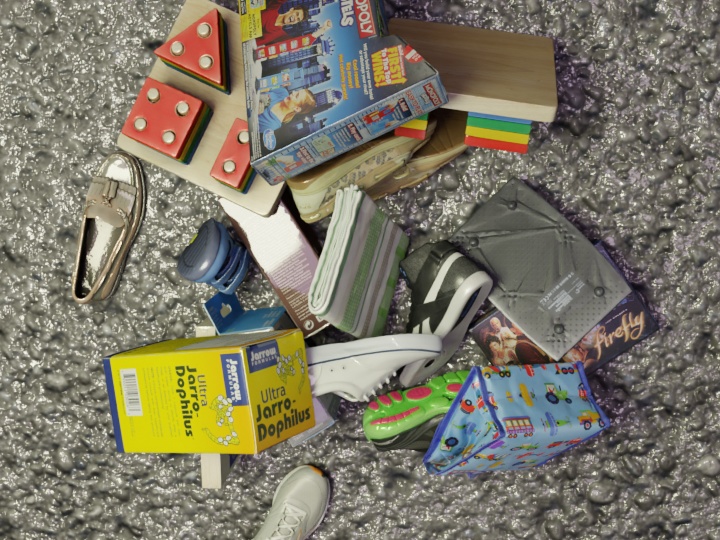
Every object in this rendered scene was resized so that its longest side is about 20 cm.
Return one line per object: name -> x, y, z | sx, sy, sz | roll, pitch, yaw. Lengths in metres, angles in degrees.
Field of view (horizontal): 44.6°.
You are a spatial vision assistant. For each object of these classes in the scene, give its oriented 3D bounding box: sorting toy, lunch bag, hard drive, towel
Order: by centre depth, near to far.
sorting toy -> -0.154, -0.194, 0.995 | 0.199, 0.070, 0.199 | 25, 88, 7
sorting toy -> 0.118, -0.212, 1.012 | 0.199, 0.199, 0.070 | 8, 126, 5
towel -> 0.000, 0.000, 1.025 | 0.031, 0.200, 0.150 | 14, 80, 22
lunch bag -> 0.175, 0.202, 1.059 | 0.150, 0.094, 0.200 | 0, 142, -24
hard drive -> 0.214, -0.002, 1.071 | 0.135, 0.042, 0.200 | -44, 74, 4

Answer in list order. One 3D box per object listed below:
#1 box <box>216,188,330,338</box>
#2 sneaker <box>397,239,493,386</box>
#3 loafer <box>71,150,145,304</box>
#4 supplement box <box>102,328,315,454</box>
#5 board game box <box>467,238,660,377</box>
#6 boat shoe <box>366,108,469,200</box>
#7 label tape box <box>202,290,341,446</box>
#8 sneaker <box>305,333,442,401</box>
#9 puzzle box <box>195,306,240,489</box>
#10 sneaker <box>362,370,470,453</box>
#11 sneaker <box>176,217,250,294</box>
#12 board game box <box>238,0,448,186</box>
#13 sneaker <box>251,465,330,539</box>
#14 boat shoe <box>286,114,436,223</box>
box -> -0.089, -0.025, 1.087 | 0.075, 0.100, 0.200 | -33, 95, 6
sneaker -> 0.081, 0.045, 1.102 | 0.112, 0.073, 0.200 | 49, 129, 26
loafer -> -0.323, -0.051, 1.116 | 0.072, 0.063, 0.201 | 15, 98, 1
supplement box -> -0.165, 0.131, 0.952 | 0.199, 0.109, 0.110 | -7, 93, 32
board game box -> 0.254, 0.072, 1.111 | 0.200, 0.035, 0.136 | -36, 94, 8
boat shoe -> 0.058, -0.139, 1.082 | 0.199, 0.065, 0.071 | -22, 61, 3
label tape box -> -0.102, 0.099, 1.082 | 0.066, 0.143, 0.200 | -30, 95, 7
sneaker -> 0.003, 0.115, 1.012 | 0.199, 0.073, 0.071 | -8, 85, -17
puzzle box -> -0.175, 0.155, 1.100 | 0.025, 0.133, 0.201 | 0, 97, 3
sneaker -> 0.101, 0.185, 1.127 | 0.199, 0.077, 0.084 | -9, 136, -4
sneaker -> -0.167, -0.013, 1.049 | 0.082, 0.200, 0.074 | 38, 91, -11
board game box -> -0.017, -0.207, 0.899 | 0.199, 0.062, 0.201 | -11, 70, 13
sneaker -> -0.103, 0.349, 1.142 | 0.076, 0.092, 0.200 | 30, 98, -1
boat shoe -> 0.005, -0.125, 1.014 | 0.200, 0.073, 0.063 | -29, 125, -20
